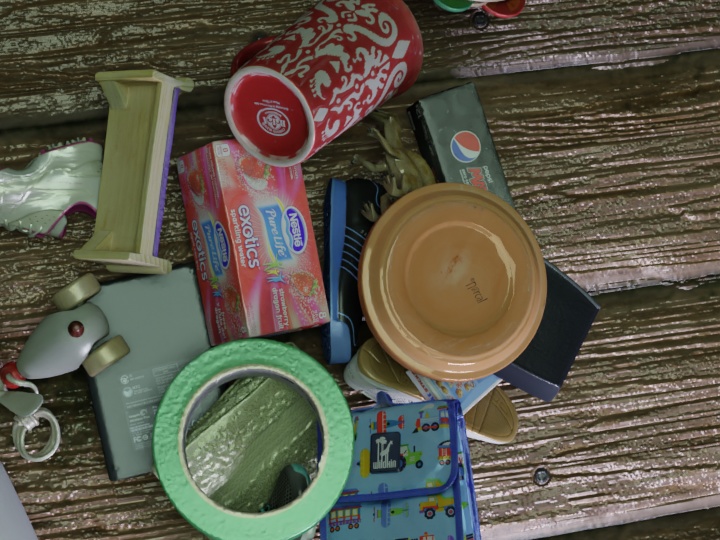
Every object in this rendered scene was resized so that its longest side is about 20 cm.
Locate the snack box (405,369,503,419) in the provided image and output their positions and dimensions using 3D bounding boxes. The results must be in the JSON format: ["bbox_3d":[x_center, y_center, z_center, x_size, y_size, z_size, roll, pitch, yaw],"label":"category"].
[{"bbox_3d":[0.137,0.078,1.694,0.200,0.024,0.072,-38,92,-33],"label":"snack box"}]

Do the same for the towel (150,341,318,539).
[{"bbox_3d":[-0.106,0.186,1.647,0.200,0.036,0.149,-43,120,-13],"label":"towel"}]

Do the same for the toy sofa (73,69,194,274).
[{"bbox_3d":[-0.220,-0.098,1.622,0.097,0.082,0.203,15,79,-54],"label":"toy sofa"}]

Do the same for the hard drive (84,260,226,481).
[{"bbox_3d":[-0.214,0.103,1.658,0.138,0.033,0.202,-13,89,-11],"label":"hard drive"}]

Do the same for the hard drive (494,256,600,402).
[{"bbox_3d":[0.149,0.033,1.661,0.199,0.042,0.136,33,75,-10],"label":"hard drive"}]

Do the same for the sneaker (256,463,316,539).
[{"bbox_3d":[-0.108,0.288,1.616,0.090,0.078,0.202,17,97,-25],"label":"sneaker"}]

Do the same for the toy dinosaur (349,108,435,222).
[{"bbox_3d":[0.048,-0.084,1.669,0.101,0.058,0.202,-15,82,-49],"label":"toy dinosaur"}]

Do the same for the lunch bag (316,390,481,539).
[{"bbox_3d":[0.037,0.222,1.615,0.149,0.094,0.202,-10,73,17],"label":"lunch bag"}]

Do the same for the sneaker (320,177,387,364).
[{"bbox_3d":[0.000,0.000,1.680,0.077,0.070,0.203,4,78,-10],"label":"sneaker"}]

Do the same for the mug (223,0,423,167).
[{"bbox_3d":[-0.053,-0.188,1.625,0.134,0.177,0.200,56,43,-10],"label":"mug"}]

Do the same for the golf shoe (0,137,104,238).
[{"bbox_3d":[-0.348,-0.067,1.626,0.198,0.075,0.092,-20,93,-10],"label":"golf shoe"}]

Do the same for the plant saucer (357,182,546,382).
[{"bbox_3d":[0.096,0.010,1.610,0.198,0.032,0.203,2,82,-15],"label":"plant saucer"}]

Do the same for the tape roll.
[{"bbox_3d":[-0.105,0.170,1.576,0.198,0.048,0.203,1,77,-2],"label":"tape roll"}]

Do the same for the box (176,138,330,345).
[{"bbox_3d":[-0.110,-0.032,1.644,0.102,0.094,0.202,-9,87,-32],"label":"box"}]

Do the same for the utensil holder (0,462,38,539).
[{"bbox_3d":[-0.381,0.309,1.548,0.169,0.170,0.202,-25,88,-11],"label":"utensil holder"}]

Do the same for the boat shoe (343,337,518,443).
[{"bbox_3d":[0.074,0.132,1.697,0.199,0.069,0.071,27,56,-16],"label":"boat shoe"}]

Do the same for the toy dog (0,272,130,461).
[{"bbox_3d":[-0.322,0.090,1.586,0.132,0.096,0.201,38,92,4],"label":"toy dog"}]

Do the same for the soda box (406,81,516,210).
[{"bbox_3d":[0.116,-0.094,1.719,0.070,0.063,0.202,-18,90,-12],"label":"soda box"}]

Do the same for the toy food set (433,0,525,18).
[{"bbox_3d":[0.094,-0.343,1.696,0.196,0.049,0.201,27,42,-1],"label":"toy food set"}]
